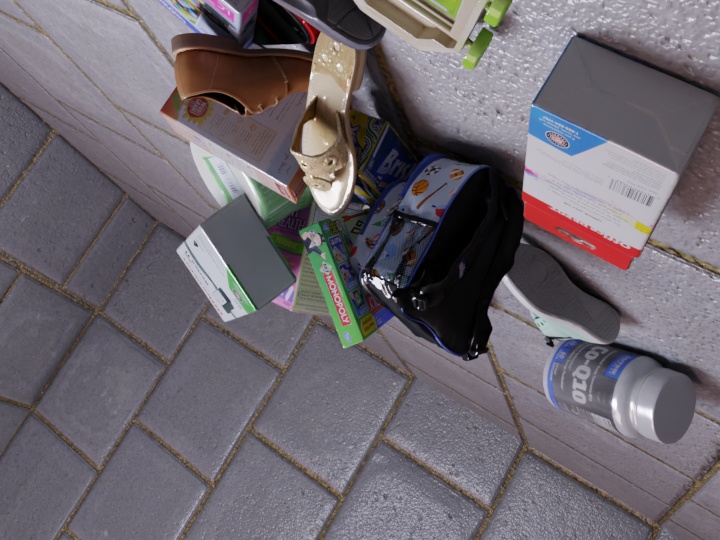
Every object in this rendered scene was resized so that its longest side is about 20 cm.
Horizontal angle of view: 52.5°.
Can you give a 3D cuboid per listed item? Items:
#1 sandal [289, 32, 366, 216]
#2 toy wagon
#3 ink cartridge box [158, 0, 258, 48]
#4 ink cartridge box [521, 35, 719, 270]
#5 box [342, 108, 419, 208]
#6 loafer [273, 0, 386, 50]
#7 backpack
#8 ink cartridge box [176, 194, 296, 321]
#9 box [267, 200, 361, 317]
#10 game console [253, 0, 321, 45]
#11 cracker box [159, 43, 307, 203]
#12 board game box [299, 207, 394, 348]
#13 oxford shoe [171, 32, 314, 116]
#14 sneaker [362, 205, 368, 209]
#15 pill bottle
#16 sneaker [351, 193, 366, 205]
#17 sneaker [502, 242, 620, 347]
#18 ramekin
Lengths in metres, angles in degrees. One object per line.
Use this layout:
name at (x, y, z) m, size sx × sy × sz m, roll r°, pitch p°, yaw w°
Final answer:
sandal at (-0.046, -0.142, 0.746) m, size 0.077 × 0.069 × 0.216 m, roll 30°, pitch 131°, yaw 25°
toy wagon at (0.041, -0.226, 0.519) m, size 0.153 × 0.040 × 0.200 m, roll 34°, pitch 168°, yaw 0°
ink cartridge box at (-0.164, -0.282, 0.756) m, size 0.118 × 0.042 × 0.200 m, roll 39°, pitch 175°, yaw -9°
ink cartridge box at (0.198, -0.083, 0.594) m, size 0.114 × 0.068 × 0.201 m, roll 30°, pitch 168°, yaw 18°
box at (0.030, -0.113, 0.882) m, size 0.063 × 0.071 × 0.200 m, roll 24°, pitch 174°, yaw 29°
loafer at (-0.066, -0.257, 0.625) m, size 0.198 × 0.073 × 0.063 m, roll 35°, pitch 173°, yaw -20°
backpack at (0.093, -0.026, 0.821) m, size 0.153 × 0.193 × 0.200 m, roll 31°, pitch 174°, yaw 37°
ink cartridge box at (-0.192, -0.011, 1.104) m, size 0.148 × 0.082 × 0.199 m, roll 56°, pitch 156°, yaw -6°
box at (-0.097, -0.043, 1.217) m, size 0.095 × 0.206 × 0.174 m, roll 10°, pitch -176°, yaw -35°
game console at (-0.132, -0.304, 0.730) m, size 0.199 × 0.031 × 0.176 m, roll 43°, pitch 172°, yaw -33°
cracker box at (-0.126, -0.192, 0.893) m, size 0.197 × 0.136 × 0.058 m, roll 31°, pitch 170°, yaw 16°
board game box at (0.000, 0.000, 0.875) m, size 0.138 × 0.029 × 0.199 m, roll 68°, pitch -159°, yaw -2°
oxford shoe at (-0.103, -0.198, 0.776) m, size 0.195 × 0.074 × 0.071 m, roll -2°, pitch 179°, yaw -27°
sneaker at (0.048, -0.053, 1.027) m, size 0.088 × 0.068 × 0.201 m, roll 26°, pitch -169°, yaw -16°
pill bottle at (0.370, 0.171, 1.055) m, size 0.113 × 0.115 × 0.198 m, roll 39°, pitch 167°, yaw -29°
sneaker at (-0.001, -0.135, 0.972) m, size 0.069 × 0.079 × 0.200 m, roll 28°, pitch -170°, yaw 7°
sneaker at (0.235, 0.039, 0.971) m, size 0.198 × 0.075 × 0.118 m, roll 34°, pitch 163°, yaw -16°
ramekin at (-0.164, -0.156, 1.078) m, size 0.199 × 0.097 × 0.202 m, roll 40°, pitch 153°, yaw 24°
